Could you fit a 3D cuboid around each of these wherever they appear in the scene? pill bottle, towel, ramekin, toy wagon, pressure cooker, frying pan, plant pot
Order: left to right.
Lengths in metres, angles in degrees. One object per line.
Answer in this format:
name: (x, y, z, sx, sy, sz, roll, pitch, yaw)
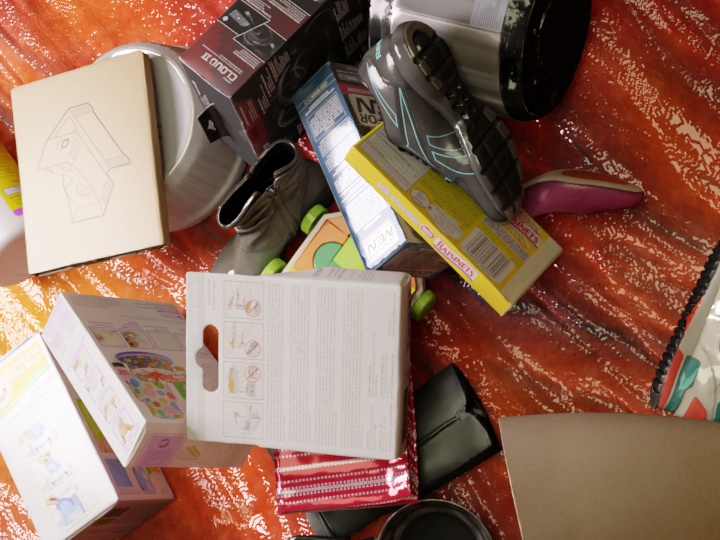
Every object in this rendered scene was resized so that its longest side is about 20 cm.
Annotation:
pill bottle: (-0.417, -0.086, 1.541, 0.104, 0.104, 0.200, -44, 69, 11)
ramekin: (-0.220, -0.146, 1.475, 0.200, 0.094, 0.205, -3, 81, 21)
towel: (-0.019, 0.123, 1.328, 0.143, 0.022, 0.203, -8, 78, 18)
toy wagon: (0.000, 0.000, 1.382, 0.155, 0.040, 0.201, 37, 92, 14)
frying pan: (0.037, 0.278, 1.328, 0.188, 0.031, 0.116, -17, 97, 15)
pressure cooker: (0.098, -0.244, 1.309, 0.198, 0.180, 0.177, 17, 56, 26)
plant pot: (0.235, 0.200, 1.211, 0.198, 0.187, 0.190, -12, 78, 6)

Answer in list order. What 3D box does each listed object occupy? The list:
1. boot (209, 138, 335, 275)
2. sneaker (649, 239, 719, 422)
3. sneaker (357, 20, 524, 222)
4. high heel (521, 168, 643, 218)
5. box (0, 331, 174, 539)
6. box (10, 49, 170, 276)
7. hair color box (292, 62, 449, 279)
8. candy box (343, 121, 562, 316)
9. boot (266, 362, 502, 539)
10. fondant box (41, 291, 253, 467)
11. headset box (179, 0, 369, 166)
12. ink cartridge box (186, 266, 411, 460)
boot: (-0.113, -0.042, 1.396, 0.068, 0.130, 0.201, 41, 98, 21)
sneaker: (0.335, 0.048, 1.246, 0.093, 0.070, 0.201, 26, 91, 5)
sneaker: (0.073, -0.125, 1.247, 0.079, 0.075, 0.201, -24, 107, 38)
high heel: (0.168, -0.046, 1.332, 0.198, 0.067, 0.097, 5, 103, 24)
box: (-0.297, 0.176, 1.450, 0.101, 0.112, 0.201, -36, 71, 15)
box: (-0.276, -0.107, 1.429, 0.162, 0.021, 0.202, -12, 79, 20)
hair color box: (0.020, -0.094, 1.326, 0.060, 0.099, 0.202, -38, 64, 34)
candy box: (0.085, -0.059, 1.269, 0.200, 0.102, 0.026, 45, 135, 4)
boot: (0.015, 0.149, 1.350, 0.199, 0.066, 0.166, -34, 82, 19)
fondant box: (-0.205, 0.106, 1.374, 0.200, 0.143, 0.059, 47, 116, 39)
headset box: (-0.079, -0.201, 1.364, 0.077, 0.149, 0.200, 39, 78, 24)
ink cartridge box: (-0.055, 0.079, 1.272, 0.198, 0.057, 0.165, 5, 103, 14)
